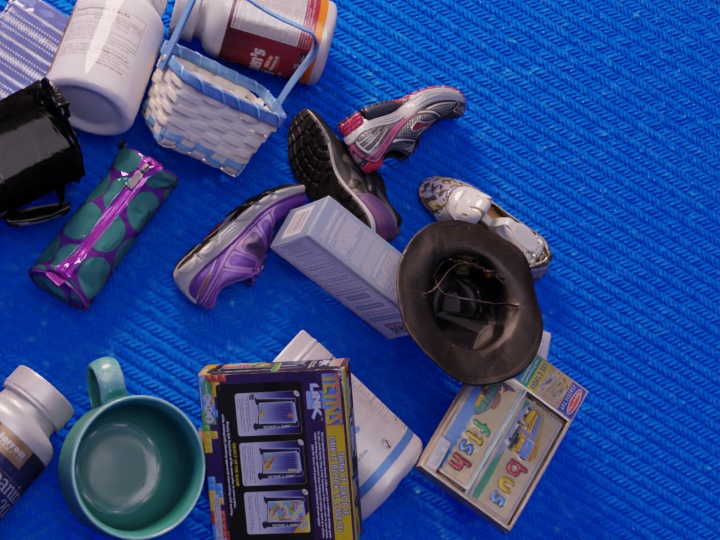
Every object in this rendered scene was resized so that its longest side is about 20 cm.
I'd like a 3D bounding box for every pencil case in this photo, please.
[{"bbox_3d":[-0.302,-0.052,1.556,0.085,0.092,0.201,33,69,-3],"label":"pencil case"}]

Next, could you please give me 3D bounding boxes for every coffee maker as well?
[{"bbox_3d":[-0.425,-0.125,1.483,0.199,0.193,0.135,-31,64,-18],"label":"coffee maker"}]

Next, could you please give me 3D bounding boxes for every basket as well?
[{"bbox_3d":[-0.164,-0.231,1.580,0.175,0.139,0.201,25,110,-33],"label":"basket"}]

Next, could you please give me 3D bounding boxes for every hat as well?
[{"bbox_3d":[0.115,0.047,1.541,0.198,0.081,0.203,9,64,-19],"label":"hat"}]

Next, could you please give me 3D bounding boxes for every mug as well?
[{"bbox_3d":[-0.255,0.204,1.471,0.151,0.114,0.187,18,74,-20],"label":"mug"}]

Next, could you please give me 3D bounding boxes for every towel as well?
[{"bbox_3d":[-0.408,-0.234,1.623,0.144,0.024,0.201,31,70,-7],"label":"towel"}]

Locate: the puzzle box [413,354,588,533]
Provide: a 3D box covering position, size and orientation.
[{"bbox_3d":[0.166,0.185,1.539,0.132,0.025,0.201,35,68,-4],"label":"puzzle box"}]

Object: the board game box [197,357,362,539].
[{"bbox_3d":[-0.087,0.202,1.453,0.163,0.057,0.203,-3,98,8],"label":"board game box"}]

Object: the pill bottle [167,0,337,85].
[{"bbox_3d":[-0.136,-0.312,1.668,0.198,0.110,0.111,15,71,-10],"label":"pill bottle"}]

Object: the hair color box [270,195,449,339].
[{"bbox_3d":[0.000,0.000,1.589,0.199,0.099,0.061,39,66,-21],"label":"hair color box"}]

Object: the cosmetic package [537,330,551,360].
[{"bbox_3d":[0.167,0.171,1.611,0.070,0.101,0.202,17,71,-10],"label":"cosmetic package"}]

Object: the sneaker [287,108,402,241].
[{"bbox_3d":[-0.019,-0.116,1.675,0.087,0.076,0.201,-12,68,-47],"label":"sneaker"}]

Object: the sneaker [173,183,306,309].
[{"bbox_3d":[-0.138,-0.031,1.616,0.200,0.080,0.084,-43,105,-15],"label":"sneaker"}]

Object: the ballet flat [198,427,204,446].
[{"bbox_3d":[-0.117,0.256,1.527,0.200,0.067,0.068,41,70,0],"label":"ballet flat"}]

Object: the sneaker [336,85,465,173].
[{"bbox_3d":[0.057,-0.181,1.690,0.199,0.080,0.075,-23,89,-35],"label":"sneaker"}]

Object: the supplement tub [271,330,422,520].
[{"bbox_3d":[-0.038,0.183,1.537,0.200,0.132,0.132,42,68,0],"label":"supplement tub"}]

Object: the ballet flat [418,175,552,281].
[{"bbox_3d":[0.167,-0.064,1.698,0.199,0.072,0.072,37,68,-2],"label":"ballet flat"}]

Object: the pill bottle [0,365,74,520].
[{"bbox_3d":[-0.407,0.205,1.441,0.111,0.111,0.201,39,68,-1],"label":"pill bottle"}]

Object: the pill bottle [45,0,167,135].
[{"bbox_3d":[-0.299,-0.274,1.589,0.113,0.114,0.202,19,63,-9],"label":"pill bottle"}]
